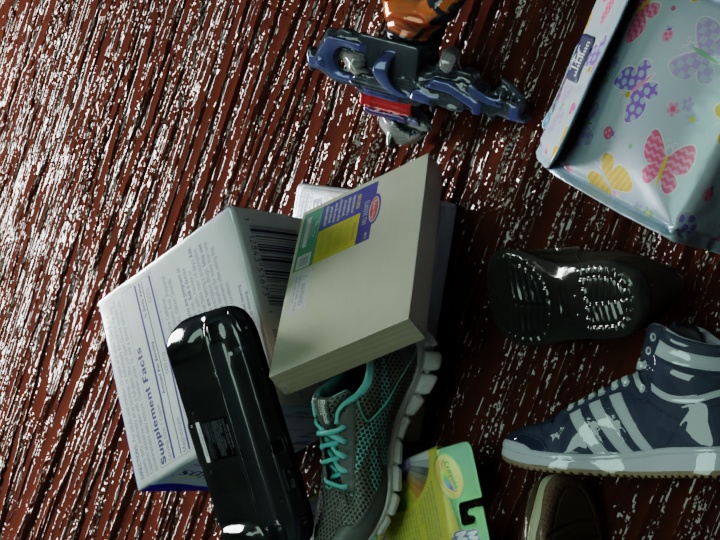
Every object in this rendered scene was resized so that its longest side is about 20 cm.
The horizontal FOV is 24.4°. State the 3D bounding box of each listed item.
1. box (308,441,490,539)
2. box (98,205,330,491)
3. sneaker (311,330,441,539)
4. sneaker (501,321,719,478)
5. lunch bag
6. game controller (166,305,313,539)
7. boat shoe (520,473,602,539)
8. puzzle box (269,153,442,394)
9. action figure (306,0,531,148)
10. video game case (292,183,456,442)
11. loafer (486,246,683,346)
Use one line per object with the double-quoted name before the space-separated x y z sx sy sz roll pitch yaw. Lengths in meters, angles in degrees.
"box" 0.034 0.217 1.348 0.199 0.048 0.118 -27 65 42
"box" -0.116 0.074 1.447 0.200 0.105 0.185 -32 64 37
"sneaker" -0.009 0.128 1.318 0.077 0.091 0.201 2 72 49
"sneaker" 0.190 0.092 1.194 0.199 0.070 0.109 -3 85 38
"lunch bag" 0.213 -0.121 1.169 0.200 0.127 0.170 39 109 48
"game controller" -0.098 0.130 1.336 0.104 0.042 0.201 -17 89 53
"boat shoe" 0.131 0.252 1.229 0.075 0.074 0.204 -6 80 50
"puzzle box" 0.000 0.000 1.327 0.132 0.025 0.201 -24 34 27
"action figure" 0.069 -0.187 1.367 0.199 0.104 0.195 25 110 18
"video game case" -0.004 0.032 1.430 0.181 0.023 0.202 10 90 45
"loafer" 0.165 0.019 1.238 0.200 0.071 0.074 9 105 60
